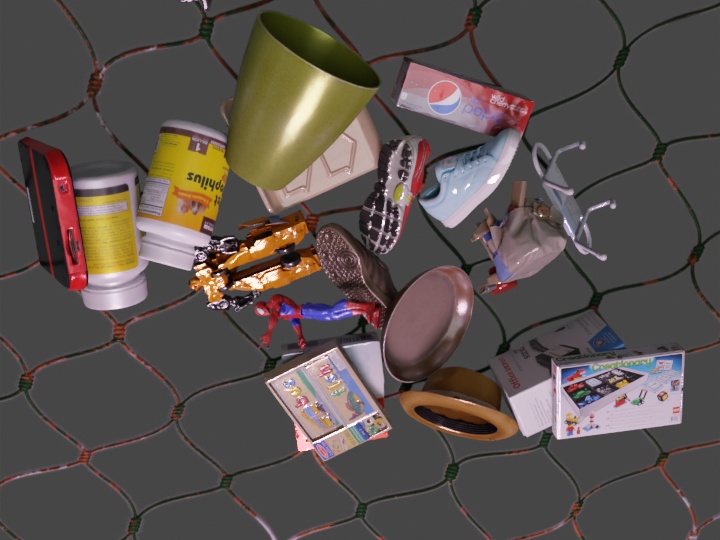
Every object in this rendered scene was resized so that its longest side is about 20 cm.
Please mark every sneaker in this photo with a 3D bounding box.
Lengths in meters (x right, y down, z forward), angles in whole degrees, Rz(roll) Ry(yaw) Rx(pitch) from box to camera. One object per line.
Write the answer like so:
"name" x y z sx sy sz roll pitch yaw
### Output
"sneaker" 0.061 -0.113 1.402 0.077 0.085 0.201 36 125 25
"sneaker" 0.000 0.000 1.437 0.070 0.076 0.200 -19 115 30
"sneaker" 0.156 -0.145 1.370 0.082 0.074 0.200 28 129 -14

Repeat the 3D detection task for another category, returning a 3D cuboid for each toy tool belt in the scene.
"toy tool belt" 0.233 -0.051 1.421 0.124 0.200 0.123 -15 74 -19

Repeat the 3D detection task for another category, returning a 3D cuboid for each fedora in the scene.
"fedora" 0.165 0.211 1.506 0.200 0.201 0.082 25 65 -14

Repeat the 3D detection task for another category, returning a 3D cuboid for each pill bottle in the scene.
"pill bottle" -0.254 -0.106 1.314 0.109 0.109 0.201 15 87 -12
"pill bottle" -0.371 -0.052 1.347 0.114 0.114 0.201 -5 110 -5

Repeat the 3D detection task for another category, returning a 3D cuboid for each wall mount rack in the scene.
"wall mount rack" 0.325 -0.103 1.385 0.074 0.174 0.200 -19 115 34

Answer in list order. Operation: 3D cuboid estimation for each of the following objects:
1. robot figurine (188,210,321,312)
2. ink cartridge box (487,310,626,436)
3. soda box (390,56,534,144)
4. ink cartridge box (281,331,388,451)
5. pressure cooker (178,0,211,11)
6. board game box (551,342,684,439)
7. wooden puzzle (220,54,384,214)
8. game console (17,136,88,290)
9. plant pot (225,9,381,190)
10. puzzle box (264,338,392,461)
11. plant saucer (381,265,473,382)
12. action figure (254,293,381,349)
"robot figurine" -0.167 -0.014 1.406 0.199 0.058 0.145 -18 128 -1
"ink cartridge box" 0.324 0.164 1.491 0.199 0.145 0.084 -26 110 3
"soda box" 0.150 -0.252 1.365 0.199 0.063 0.070 15 108 -13
"ink cartridge box" -0.039 0.207 1.515 0.159 0.047 0.201 -8 109 -4
"pressure cooker" -0.186 -0.445 1.200 0.199 0.179 0.177 -8 80 -4
"board game box" 0.393 0.185 1.410 0.199 0.035 0.127 -6 110 -5
"wooden puzzle" -0.083 -0.206 1.367 0.199 0.046 0.186 -26 111 -2
"game console" -0.436 -0.081 1.305 0.031 0.177 0.201 -14 112 -29
"plant pot" -0.101 -0.217 1.256 0.187 0.187 0.200 26 115 -15
"puzzle box" -0.051 0.212 1.485 0.133 0.025 0.200 -27 121 9
"plant saucer" 0.100 0.080 1.450 0.200 0.032 0.201 -25 129 -35
"action figure" -0.077 0.087 1.416 0.199 0.065 0.099 6 73 19
